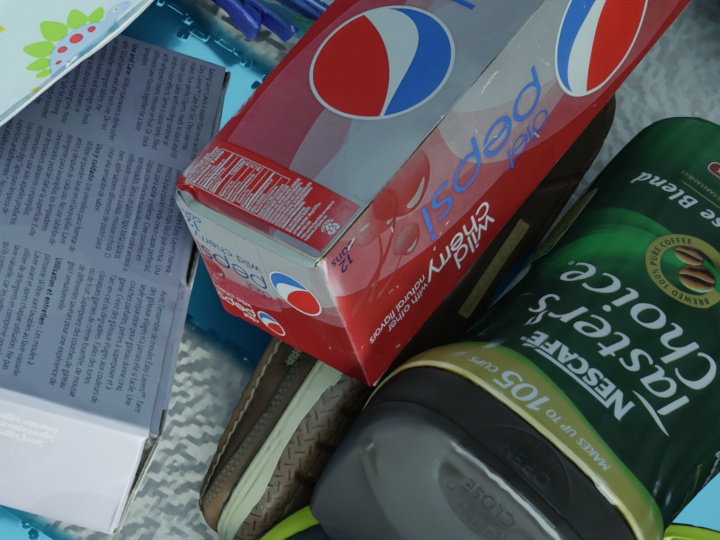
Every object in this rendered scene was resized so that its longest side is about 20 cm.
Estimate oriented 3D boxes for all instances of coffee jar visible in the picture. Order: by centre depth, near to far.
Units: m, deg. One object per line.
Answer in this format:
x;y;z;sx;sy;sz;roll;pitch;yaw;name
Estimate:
0.076;0.040;0.903;0.104;0.085;0.200;41;50;7;coffee jar

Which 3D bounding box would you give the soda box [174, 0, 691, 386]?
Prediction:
0.032;-0.064;0.882;0.063;0.070;0.200;27;65;31;soda box

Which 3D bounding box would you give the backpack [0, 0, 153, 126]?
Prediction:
-0.134;-0.146;0.800;0.183;0.147;0.200;-37;126;20;backpack

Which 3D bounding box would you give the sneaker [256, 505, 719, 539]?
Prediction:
0.052;0.121;0.921;0.200;0.081;0.074;3;117;-11;sneaker

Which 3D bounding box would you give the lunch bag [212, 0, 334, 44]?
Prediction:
-0.032;-0.174;0.952;0.200;0.082;0.161;34;83;-4;lunch bag

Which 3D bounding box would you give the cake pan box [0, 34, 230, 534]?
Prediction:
-0.142;-0.018;0.874;0.184;0.052;0.200;14;39;-7;cake pan box

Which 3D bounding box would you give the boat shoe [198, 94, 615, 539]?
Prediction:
0.002;0.002;0.954;0.075;0.075;0.202;34;84;25;boat shoe
